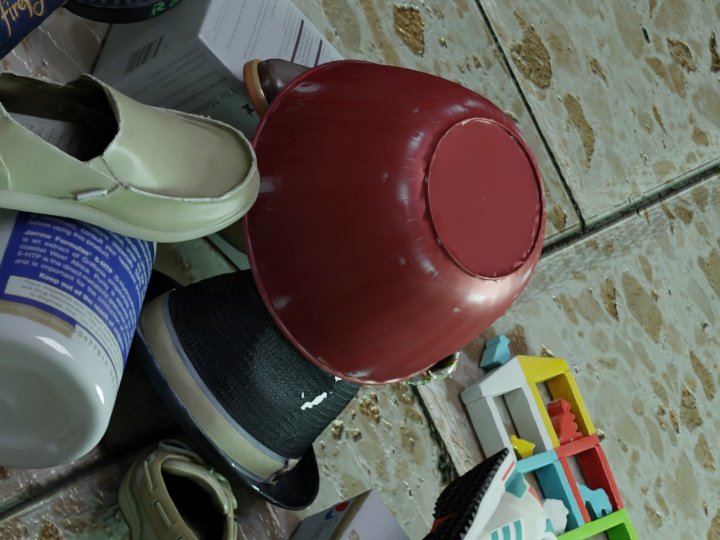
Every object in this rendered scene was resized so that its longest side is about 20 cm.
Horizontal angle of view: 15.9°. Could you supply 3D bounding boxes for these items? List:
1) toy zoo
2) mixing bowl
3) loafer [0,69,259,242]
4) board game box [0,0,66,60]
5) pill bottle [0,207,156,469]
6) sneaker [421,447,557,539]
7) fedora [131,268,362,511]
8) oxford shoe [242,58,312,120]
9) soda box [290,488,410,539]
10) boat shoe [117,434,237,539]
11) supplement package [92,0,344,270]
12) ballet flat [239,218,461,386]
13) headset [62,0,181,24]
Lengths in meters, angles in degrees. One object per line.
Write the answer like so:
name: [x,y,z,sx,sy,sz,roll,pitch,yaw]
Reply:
toy zoo: [0.139,0.141,1.914,0.131,0.020,0.201,-11,77,-56]
mixing bowl: [0.038,-0.037,1.536,0.199,0.108,0.202,9,77,-40]
loafer: [-0.139,-0.066,1.432,0.199,0.068,0.076,3,53,-31]
board game box: [-0.259,-0.095,1.431,0.035,0.135,0.200,53,34,-12]
pill bottle: [-0.182,0.002,1.484,0.120,0.119,0.201,42,39,-28]
sneaker: [0.078,0.196,1.634,0.094,0.070,0.200,51,32,-8]
fedora: [-0.059,0.051,1.590,0.201,0.091,0.201,51,12,-15]
oxford shoe: [0.003,-0.102,1.637,0.200,0.073,0.072,18,48,-51]
soda box: [0.029,0.243,1.658,0.200,0.063,0.068,54,34,-12]
boat shoe: [-0.100,0.142,1.499,0.073,0.063,0.201,38,16,-9]
supplement package: [-0.069,-0.096,1.708,0.200,0.113,0.110,45,37,-25]
ballet flat: [0.000,0.000,1.651,0.200,0.064,0.076,44,81,-26]
headset: [-0.185,-0.247,1.650,0.200,0.094,0.124,37,72,12]
